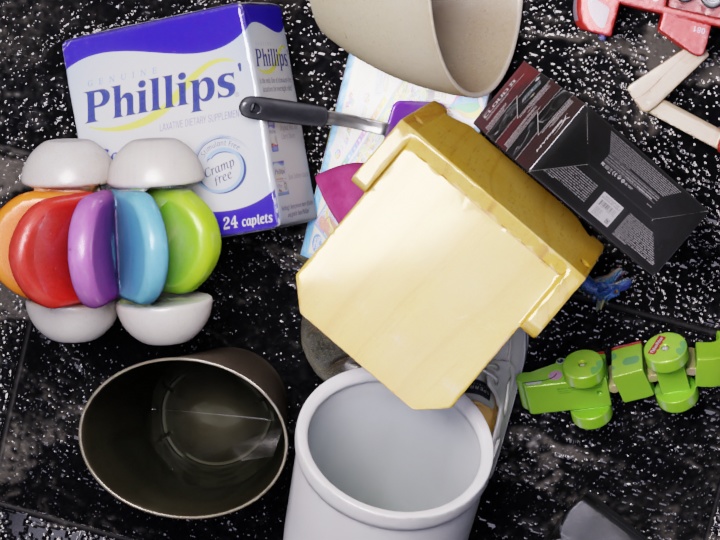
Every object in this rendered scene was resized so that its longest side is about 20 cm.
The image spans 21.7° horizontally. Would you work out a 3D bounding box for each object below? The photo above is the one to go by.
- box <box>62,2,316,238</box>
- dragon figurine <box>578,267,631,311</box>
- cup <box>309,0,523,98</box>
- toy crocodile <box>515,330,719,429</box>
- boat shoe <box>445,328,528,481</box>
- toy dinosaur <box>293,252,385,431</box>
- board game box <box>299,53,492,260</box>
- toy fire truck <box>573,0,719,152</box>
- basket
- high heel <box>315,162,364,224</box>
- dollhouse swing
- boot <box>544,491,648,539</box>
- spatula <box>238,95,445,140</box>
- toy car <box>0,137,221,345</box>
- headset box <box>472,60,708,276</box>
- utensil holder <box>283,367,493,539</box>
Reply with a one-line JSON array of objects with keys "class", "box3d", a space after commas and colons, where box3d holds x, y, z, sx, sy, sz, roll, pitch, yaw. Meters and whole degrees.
[{"class": "box", "box3d": [-0.153, -0.126, 1.683, 0.183, 0.105, 0.201, -9, 93, 19]}, {"class": "dragon figurine", "box3d": [0.144, 0.007, 1.669, 0.199, 0.059, 0.100, -14, 74, -15]}, {"class": "cup", "box3d": [0.040, -0.251, 1.634, 0.143, 0.200, 0.201, 3, 95, 28]}, {"class": "toy crocodile", "box3d": [0.239, 0.092, 1.685, 0.199, 0.062, 0.068, -12, 128, 14]}, {"class": "boat shoe", "box3d": [0.108, 0.104, 1.696, 0.071, 0.070, 0.201, 12, 93, 6]}, {"class": "toy dinosaur", "box3d": [-0.005, 0.074, 1.693, 0.102, 0.077, 0.200, -41, 101, 5]}, {"class": "board game box", "box3d": [0.033, -0.092, 1.711, 0.134, 0.034, 0.201, 15, 96, 7]}, {"class": "toy fire truck", "box3d": [0.278, -0.187, 1.662, 0.199, 0.049, 0.142, 14, 97, 7]}, {"class": "basket", "box3d": [-0.137, 0.134, 1.669, 0.180, 0.200, 0.137, 3, 94, 7]}, {"class": "high heel", "box3d": [0.000, 0.000, 1.650, 0.096, 0.067, 0.201, -2, 64, 18]}, {"class": "dollhouse swing", "box3d": [0.070, -0.006, 1.599, 0.200, 0.182, 0.176, 40, 109, 3]}, {"class": "boot", "box3d": [0.230, 0.323, 1.699, 0.200, 0.066, 0.165, 38, 90, 0]}, {"class": "spatula", "box3d": [-0.015, -0.130, 1.633, 0.199, 0.021, 0.057, 6, 104, -25]}, {"class": "toy car", "box3d": [-0.222, -0.021, 1.585, 0.199, 0.150, 0.176, 1, 98, 20]}, {"class": "headset box", "box3d": [0.190, -0.092, 1.604, 0.149, 0.200, 0.077, 38, 97, -19]}, {"class": "utensil holder", "box3d": [0.018, 0.212, 1.633, 0.169, 0.170, 0.200, 15, 133, 7]}]
